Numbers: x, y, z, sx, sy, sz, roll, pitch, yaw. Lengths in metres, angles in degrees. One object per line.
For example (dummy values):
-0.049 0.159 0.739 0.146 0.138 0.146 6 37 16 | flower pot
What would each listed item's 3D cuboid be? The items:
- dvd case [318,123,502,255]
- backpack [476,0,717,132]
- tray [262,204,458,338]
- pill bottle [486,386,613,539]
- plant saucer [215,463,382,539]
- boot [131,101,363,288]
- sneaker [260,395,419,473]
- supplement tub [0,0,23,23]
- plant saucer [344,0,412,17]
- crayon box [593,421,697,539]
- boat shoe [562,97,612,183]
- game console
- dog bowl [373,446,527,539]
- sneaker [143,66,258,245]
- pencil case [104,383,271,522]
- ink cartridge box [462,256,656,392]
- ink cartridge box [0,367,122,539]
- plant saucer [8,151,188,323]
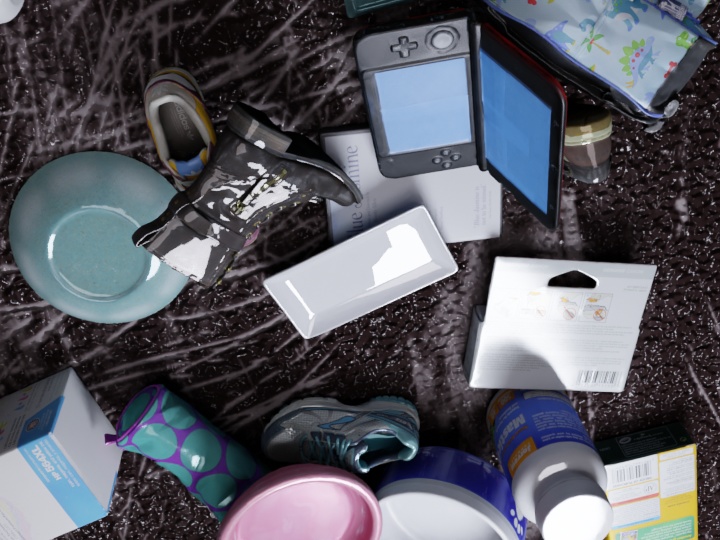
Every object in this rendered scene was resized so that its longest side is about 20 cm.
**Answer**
0.057 -0.093 0.938 0.196 0.018 0.145 -6 118 -3 | dvd case
0.210 -0.247 0.788 0.198 0.183 0.148 28 108 -8 | backpack
0.000 0.000 0.961 0.197 0.022 0.108 -25 131 12 | tray
0.221 0.225 1.017 0.110 0.201 0.114 -3 118 -5 | pill bottle
-0.073 0.301 1.018 0.197 0.051 0.204 -8 121 -14 | plant saucer
-0.107 -0.057 0.854 0.199 0.069 0.175 25 105 -43 | boot
-0.023 0.201 1.039 0.196 0.087 0.079 -8 117 -3 | sneaker
-0.388 -0.281 0.718 0.196 0.141 0.143 1 117 -7 | supplement tub
0.000 -0.341 0.805 0.069 0.019 0.203 -14 117 0 | plant saucer
0.381 0.308 1.164 0.123 0.052 0.203 -13 117 0 | crayon box
0.192 -0.125 0.831 0.070 0.201 0.067 -10 105 1 | boat shoe
0.091 -0.124 0.800 0.169 0.120 0.201 -9 146 5 | game console
0.105 0.318 1.076 0.196 0.079 0.203 11 127 15 | dog bowl
-0.160 -0.098 0.868 0.074 0.090 0.202 -24 117 6 | sneaker
-0.198 0.222 1.030 0.092 0.085 0.200 -44 114 1 | pencil case
0.230 0.058 1.022 0.196 0.044 0.177 3 116 -8 | ink cartridge box
-0.393 0.228 0.985 0.197 0.129 0.127 -23 117 5 | ink cartridge box
-0.274 -0.023 0.921 0.197 0.039 0.204 -3 117 -6 | plant saucer
